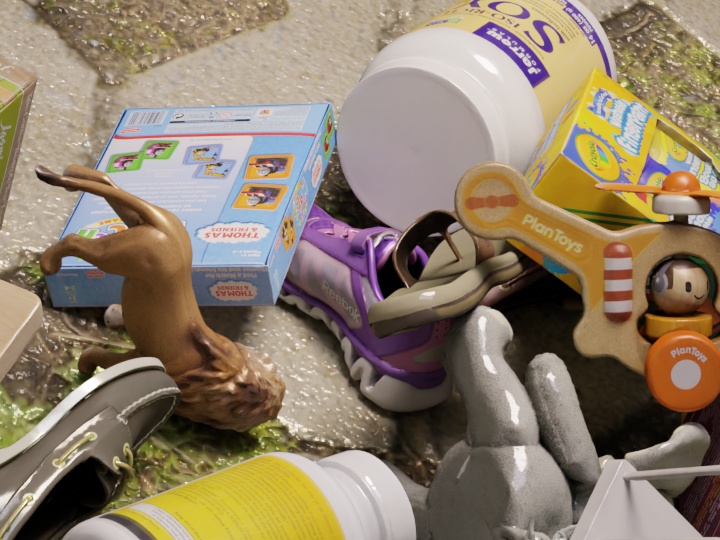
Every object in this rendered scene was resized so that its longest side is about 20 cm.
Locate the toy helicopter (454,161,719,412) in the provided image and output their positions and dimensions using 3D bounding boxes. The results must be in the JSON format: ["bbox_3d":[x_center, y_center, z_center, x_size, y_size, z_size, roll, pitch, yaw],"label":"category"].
[{"bbox_3d":[0.151,-0.014,1.602,0.200,0.132,0.079,28,9,-4],"label":"toy helicopter"}]

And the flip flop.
[{"bbox_3d":[0.048,-0.006,1.656,0.058,0.081,0.200,66,23,-4],"label":"flip flop"}]

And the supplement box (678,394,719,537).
[{"bbox_3d":[0.280,0.136,1.734,0.131,0.103,0.200,19,36,-4],"label":"supplement box"}]

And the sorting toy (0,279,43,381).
[{"bbox_3d":[-0.309,0.072,1.516,0.200,0.070,0.199,21,55,18],"label":"sorting toy"}]

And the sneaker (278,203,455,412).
[{"bbox_3d":[0.000,0.000,1.793,0.080,0.089,0.200,-16,48,-37],"label":"sneaker"}]

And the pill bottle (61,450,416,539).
[{"bbox_3d":[-0.067,0.167,1.526,0.200,0.112,0.112,-18,50,-39],"label":"pill bottle"}]

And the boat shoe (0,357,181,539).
[{"bbox_3d":[-0.170,0.119,1.578,0.060,0.072,0.202,35,45,21],"label":"boat shoe"}]

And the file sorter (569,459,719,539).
[{"bbox_3d":[0.179,0.219,1.461,0.139,0.124,0.200,45,57,-26],"label":"file sorter"}]

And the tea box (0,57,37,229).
[{"bbox_3d":[-0.342,-0.072,1.688,0.200,0.134,0.197,26,36,9],"label":"tea box"}]

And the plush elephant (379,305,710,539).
[{"bbox_3d":[0.120,0.138,1.618,0.155,0.165,0.200,13,22,-41],"label":"plush elephant"}]

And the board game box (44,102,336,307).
[{"bbox_3d":[-0.109,-0.045,1.797,0.151,0.037,0.200,0,33,14],"label":"board game box"}]

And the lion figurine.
[{"bbox_3d":[-0.123,0.018,1.653,0.122,0.200,0.073,11,51,30],"label":"lion figurine"}]

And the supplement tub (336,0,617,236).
[{"bbox_3d":[0.082,-0.114,1.915,0.145,0.146,0.200,31,32,14],"label":"supplement tub"}]

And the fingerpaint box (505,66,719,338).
[{"bbox_3d":[0.187,-0.033,1.738,0.167,0.073,0.200,36,22,-2],"label":"fingerpaint box"}]

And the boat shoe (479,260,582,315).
[{"bbox_3d":[0.151,0.000,1.885,0.200,0.072,0.072,-7,55,-30],"label":"boat shoe"}]
